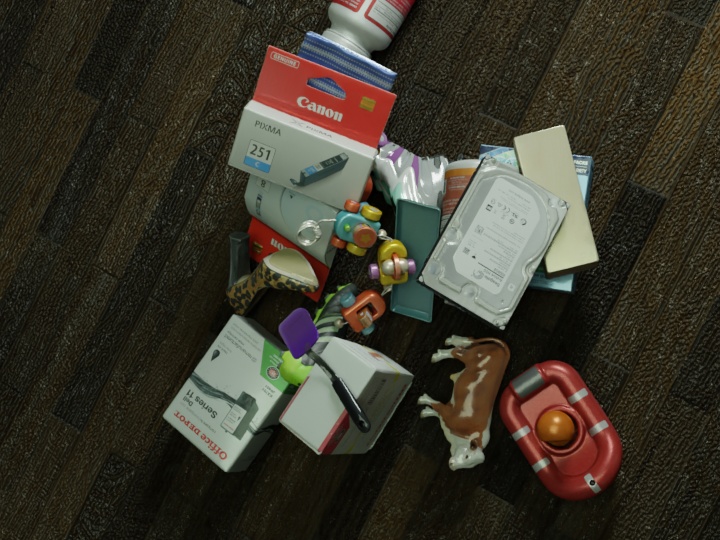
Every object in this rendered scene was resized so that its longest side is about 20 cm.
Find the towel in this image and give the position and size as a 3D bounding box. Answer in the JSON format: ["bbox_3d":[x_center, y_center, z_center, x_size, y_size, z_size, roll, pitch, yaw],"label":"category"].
[{"bbox_3d":[-0.051,-0.224,1.608,0.144,0.024,0.201,26,116,0],"label":"towel"}]

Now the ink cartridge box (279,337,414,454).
[{"bbox_3d":[-0.016,0.186,1.630,0.083,0.200,0.146,34,93,21],"label":"ink cartridge box"}]

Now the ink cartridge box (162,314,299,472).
[{"bbox_3d":[-0.189,0.192,1.740,0.146,0.083,0.201,36,94,17],"label":"ink cartridge box"}]

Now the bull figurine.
[{"bbox_3d":[0.152,0.190,1.648,0.121,0.065,0.202,19,85,23],"label":"bull figurine"}]

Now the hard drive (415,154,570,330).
[{"bbox_3d":[0.181,-0.038,1.531,0.139,0.038,0.201,31,83,-3],"label":"hard drive"}]

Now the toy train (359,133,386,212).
[{"bbox_3d":[-0.030,-0.186,1.695,0.151,0.055,0.201,-56,49,42],"label":"toy train"}]

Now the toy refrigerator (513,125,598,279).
[{"bbox_3d":[0.278,-0.096,1.603,0.075,0.070,0.202,-14,80,5],"label":"toy refrigerator"}]

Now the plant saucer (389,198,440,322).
[{"bbox_3d":[0.082,-0.016,1.662,0.069,0.019,0.201,16,127,19],"label":"plant saucer"}]

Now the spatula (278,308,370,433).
[{"bbox_3d":[-0.045,0.138,1.528,0.057,0.021,0.201,-44,72,21],"label":"spatula"}]

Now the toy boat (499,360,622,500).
[{"bbox_3d":[0.279,0.225,1.571,0.130,0.131,0.201,-35,74,10],"label":"toy boat"}]

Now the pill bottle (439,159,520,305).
[{"bbox_3d":[0.169,-0.050,1.606,0.111,0.112,0.202,2,84,17],"label":"pill bottle"}]

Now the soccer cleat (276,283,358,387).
[{"bbox_3d":[-0.047,0.102,1.686,0.081,0.068,0.200,29,54,11],"label":"soccer cleat"}]

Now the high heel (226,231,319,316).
[{"bbox_3d":[-0.132,0.036,1.722,0.199,0.071,0.144,26,125,38],"label":"high heel"}]

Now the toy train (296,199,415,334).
[{"bbox_3d":[0.000,0.000,1.613,0.149,0.056,0.201,-31,117,0],"label":"toy train"}]

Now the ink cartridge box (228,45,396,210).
[{"bbox_3d":[-0.070,-0.198,1.590,0.198,0.045,0.177,21,116,0],"label":"ink cartridge box"}]

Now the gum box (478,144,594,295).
[{"bbox_3d":[0.248,-0.076,1.666,0.168,0.045,0.202,9,85,18],"label":"gum box"}]

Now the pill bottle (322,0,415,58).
[{"bbox_3d":[0.020,-0.419,1.746,0.112,0.112,0.201,32,92,18],"label":"pill bottle"}]

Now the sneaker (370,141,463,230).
[{"bbox_3d":[0.090,-0.158,1.718,0.139,0.078,0.201,-24,63,-8],"label":"sneaker"}]

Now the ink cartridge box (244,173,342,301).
[{"bbox_3d":[-0.112,-0.059,1.716,0.159,0.047,0.201,33,127,17],"label":"ink cartridge box"}]
